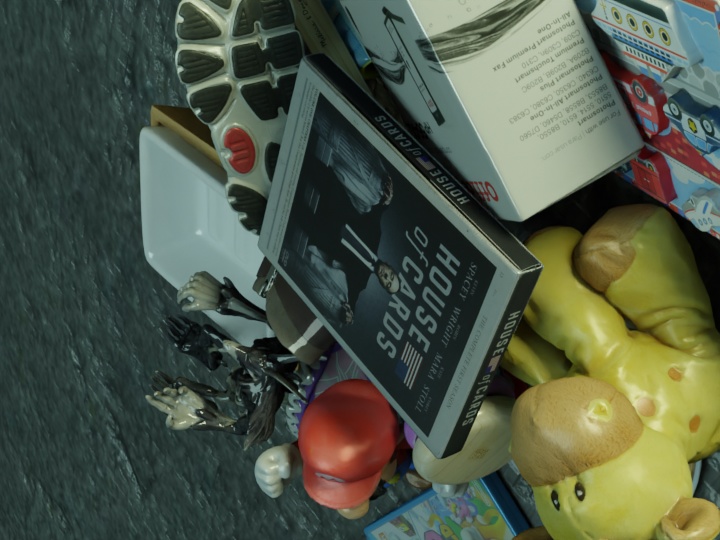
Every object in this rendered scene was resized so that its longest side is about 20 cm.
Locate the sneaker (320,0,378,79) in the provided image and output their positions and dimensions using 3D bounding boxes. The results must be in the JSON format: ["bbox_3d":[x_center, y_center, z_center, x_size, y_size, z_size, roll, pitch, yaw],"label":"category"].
[{"bbox_3d":[0.010,-0.210,0.785,0.131,0.079,0.201,48,151,25],"label":"sneaker"}]

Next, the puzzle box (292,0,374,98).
[{"bbox_3d":[-0.059,-0.166,0.839,0.202,0.025,0.133,60,163,-13],"label":"puzzle box"}]

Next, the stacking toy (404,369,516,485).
[{"bbox_3d":[0.046,0.044,0.868,0.086,0.084,0.202,112,145,-46],"label":"stacking toy"}]

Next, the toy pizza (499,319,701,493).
[{"bbox_3d":[0.142,0.093,0.840,0.199,0.031,0.203,30,132,39],"label":"toy pizza"}]

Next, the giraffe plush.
[{"bbox_3d":[0.139,0.088,0.683,0.199,0.162,0.173,36,138,6],"label":"giraffe plush"}]

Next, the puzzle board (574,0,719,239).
[{"bbox_3d":[0.142,-0.094,0.642,0.152,0.017,0.200,64,171,-32],"label":"puzzle board"}]

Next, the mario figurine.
[{"bbox_3d":[0.002,0.150,0.908,0.107,0.123,0.200,53,-175,18],"label":"mario figurine"}]

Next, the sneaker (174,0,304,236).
[{"bbox_3d":[-0.074,-0.117,0.807,0.084,0.079,0.202,-105,6,-52],"label":"sneaker"}]

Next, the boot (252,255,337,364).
[{"bbox_3d":[0.000,0.000,0.834,0.147,0.070,0.200,-54,32,8],"label":"boot"}]

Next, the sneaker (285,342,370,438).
[{"bbox_3d":[-0.002,0.082,0.988,0.088,0.081,0.202,27,137,15],"label":"sneaker"}]

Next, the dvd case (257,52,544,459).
[{"bbox_3d":[0.013,-0.009,0.729,0.200,0.024,0.152,48,138,31],"label":"dvd case"}]

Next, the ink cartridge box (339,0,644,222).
[{"bbox_3d":[0.055,-0.133,0.683,0.202,0.084,0.146,61,173,-9],"label":"ink cartridge box"}]

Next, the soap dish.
[{"bbox_3d":[-0.100,-0.034,1.029,0.199,0.081,0.159,35,136,34],"label":"soap dish"}]

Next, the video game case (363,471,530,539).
[{"bbox_3d":[0.086,0.248,1.018,0.144,0.018,0.200,58,144,8],"label":"video game case"}]

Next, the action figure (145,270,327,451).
[{"bbox_3d":[-0.107,0.072,0.938,0.199,0.101,0.121,-12,57,59],"label":"action figure"}]
